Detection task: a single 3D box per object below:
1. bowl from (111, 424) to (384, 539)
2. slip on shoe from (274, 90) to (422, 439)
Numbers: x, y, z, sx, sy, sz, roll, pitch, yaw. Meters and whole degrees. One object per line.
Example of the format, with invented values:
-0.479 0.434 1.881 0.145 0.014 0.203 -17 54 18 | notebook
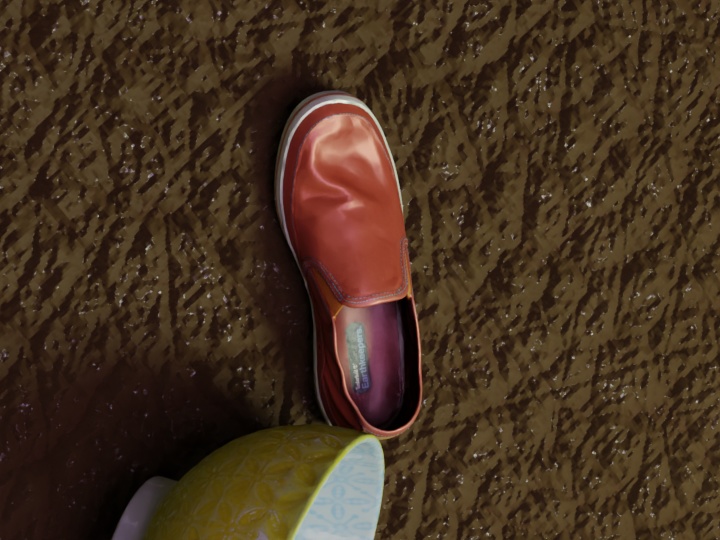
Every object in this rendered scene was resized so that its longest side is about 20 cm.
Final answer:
-0.074 0.164 1.388 0.107 0.200 0.201 18 93 14 | bowl
0.000 0.000 1.431 0.074 0.061 0.201 -13 105 -23 | slip on shoe
